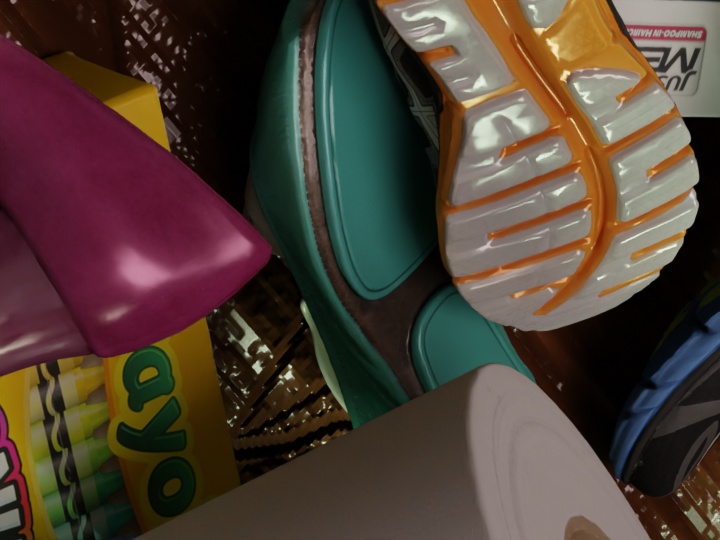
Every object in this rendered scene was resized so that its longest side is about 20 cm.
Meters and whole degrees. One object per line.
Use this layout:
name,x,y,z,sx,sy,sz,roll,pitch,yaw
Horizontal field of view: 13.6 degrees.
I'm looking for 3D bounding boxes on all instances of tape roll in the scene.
tape roll,0.019,0.143,0.797,0.139,0.203,0.203,-28,124,14

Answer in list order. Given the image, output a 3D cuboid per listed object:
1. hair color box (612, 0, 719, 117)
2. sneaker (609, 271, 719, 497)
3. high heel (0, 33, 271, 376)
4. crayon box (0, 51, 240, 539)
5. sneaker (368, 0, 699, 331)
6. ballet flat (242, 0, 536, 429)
hair color box,0.084,-0.150,0.929,0.100,0.060,0.201,-1,105,-31
sneaker,0.163,0.020,0.981,0.199,0.071,0.083,-36,95,20
high heel,-0.099,-0.070,0.785,0.096,0.067,0.201,-20,87,-4
crayon box,-0.123,0.062,0.859,0.172,0.058,0.201,-23,116,-26
sneaker,0.042,-0.065,0.859,0.078,0.077,0.200,-20,131,-1
ballet flat,0.000,0.000,0.914,0.067,0.070,0.201,-45,124,-38
